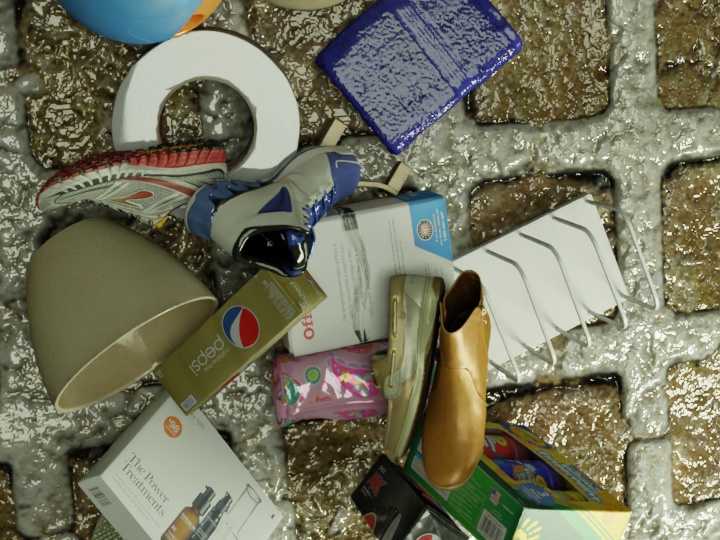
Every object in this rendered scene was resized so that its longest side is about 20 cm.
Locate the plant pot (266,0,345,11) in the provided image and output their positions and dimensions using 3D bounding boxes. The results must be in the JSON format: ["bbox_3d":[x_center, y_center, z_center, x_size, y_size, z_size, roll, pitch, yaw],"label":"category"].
[{"bbox_3d":[-0.047,-0.379,1.298,0.197,0.134,0.204,-2,98,-12],"label":"plant pot"}]

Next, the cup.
[{"bbox_3d":[-0.267,0.031,1.292,0.199,0.200,0.144,-34,79,-6],"label":"cup"}]

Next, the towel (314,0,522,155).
[{"bbox_3d":[0.065,-0.245,1.390,0.199,0.050,0.148,-41,95,-4],"label":"towel"}]

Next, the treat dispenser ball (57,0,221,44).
[{"bbox_3d":[-0.219,-0.326,1.221,0.198,0.201,0.204,-2,99,-13],"label":"treat dispenser ball"}]

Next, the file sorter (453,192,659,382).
[{"bbox_3d":[0.224,0.021,1.426,0.198,0.124,0.140,-26,104,-9],"label":"file sorter"}]

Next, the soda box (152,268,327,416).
[{"bbox_3d":[-0.130,0.068,1.323,0.200,0.068,0.064,-41,86,28],"label":"soda box"}]

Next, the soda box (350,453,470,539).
[{"bbox_3d":[0.051,0.275,1.381,0.063,0.200,0.071,38,89,-15],"label":"soda box"}]

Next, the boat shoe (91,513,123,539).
[{"bbox_3d":[-0.263,0.319,1.377,0.074,0.062,0.202,13,69,24],"label":"boat shoe"}]

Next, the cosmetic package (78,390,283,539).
[{"bbox_3d":[-0.192,0.252,1.358,0.201,0.051,0.151,54,43,-15],"label":"cosmetic package"}]

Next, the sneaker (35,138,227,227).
[{"bbox_3d":[-0.231,-0.079,1.261,0.197,0.078,0.083,-8,106,-3],"label":"sneaker"}]

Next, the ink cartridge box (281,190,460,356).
[{"bbox_3d":[0.000,0.000,1.389,0.197,0.084,0.147,-10,102,-12],"label":"ink cartridge box"}]

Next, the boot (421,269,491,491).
[{"bbox_3d":[0.098,0.113,1.307,0.070,0.145,0.203,5,54,14],"label":"boot"}]

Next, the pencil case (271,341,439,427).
[{"bbox_3d":[-0.003,0.128,1.407,0.197,0.087,0.089,-3,99,-12],"label":"pencil case"}]

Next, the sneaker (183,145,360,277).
[{"bbox_3d":[-0.070,-0.049,1.266,0.198,0.115,0.081,-22,141,-33],"label":"sneaker"}]

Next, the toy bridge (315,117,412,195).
[{"bbox_3d":[-0.041,-0.139,1.389,0.198,0.027,0.068,31,90,-14],"label":"toy bridge"}]

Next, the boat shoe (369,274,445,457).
[{"bbox_3d":[0.045,0.100,1.347,0.065,0.074,0.203,12,97,10],"label":"boat shoe"}]

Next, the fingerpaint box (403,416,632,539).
[{"bbox_3d":[0.172,0.243,1.380,0.165,0.200,0.074,10,107,-35],"label":"fingerpaint box"}]

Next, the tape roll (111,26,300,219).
[{"bbox_3d":[-0.163,-0.156,1.322,0.197,0.066,0.204,-1,104,-6],"label":"tape roll"}]
